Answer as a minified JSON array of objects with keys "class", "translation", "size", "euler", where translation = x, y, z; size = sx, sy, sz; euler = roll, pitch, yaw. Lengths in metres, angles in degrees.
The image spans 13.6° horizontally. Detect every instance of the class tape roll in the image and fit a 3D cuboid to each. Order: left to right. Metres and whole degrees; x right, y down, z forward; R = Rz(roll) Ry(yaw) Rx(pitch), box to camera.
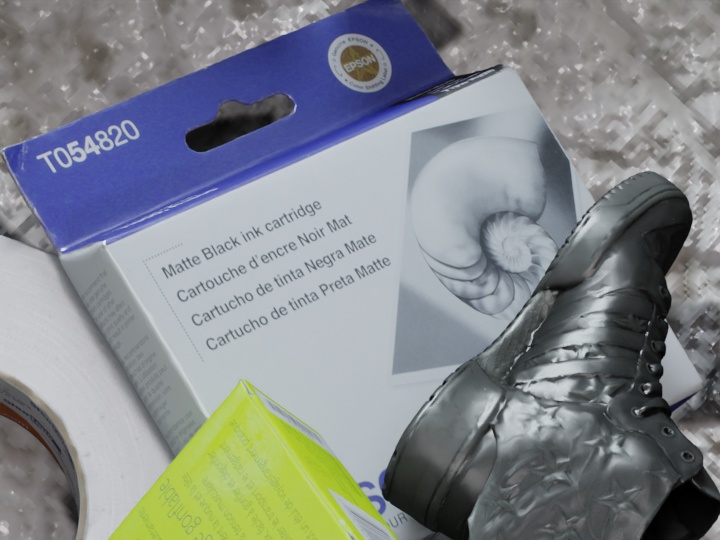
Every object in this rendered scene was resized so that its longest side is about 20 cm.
[{"class":"tape roll","translation":[-0.150,0.090,1.078],"size":[0.199,0.066,0.201],"euler":[2,75,-6]}]

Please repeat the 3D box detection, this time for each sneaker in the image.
[{"class":"sneaker","translation":[0.084,0.058,1.029],"size":[0.104,0.060,0.200],"euler":[32,57,19]}]

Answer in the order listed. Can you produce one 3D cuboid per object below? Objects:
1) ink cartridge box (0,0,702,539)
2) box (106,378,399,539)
[{"class":"ink cartridge box","translation":[0.000,0.000,1.093],"size":[0.199,0.041,0.201],"euler":[-26,78,-34]},{"class":"box","translation":[-0.069,0.144,0.960],"size":[0.048,0.122,0.200],"euler":[36,97,-32]}]
